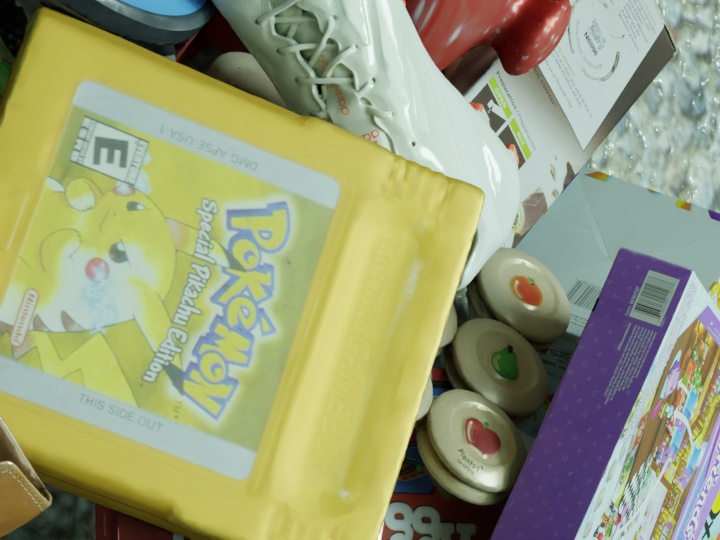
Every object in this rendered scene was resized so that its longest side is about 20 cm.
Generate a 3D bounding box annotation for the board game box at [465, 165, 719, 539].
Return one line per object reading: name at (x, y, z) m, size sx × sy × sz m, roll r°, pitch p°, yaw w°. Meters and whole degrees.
board game box at (0.130, 0.066, 1.434) m, size 0.103 × 0.105 × 0.200 m, roll -48°, pitch 146°, yaw -33°

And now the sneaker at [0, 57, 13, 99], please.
sneaker at (-0.184, -0.058, 1.170) m, size 0.200 × 0.077 × 0.084 m, roll 29°, pitch 74°, yaw -33°

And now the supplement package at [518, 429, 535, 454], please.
supplement package at (0.010, 0.124, 1.337) m, size 0.200 × 0.117 × 0.118 m, roll 30°, pitch 61°, yaw -43°

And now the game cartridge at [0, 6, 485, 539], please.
game cartridge at (-0.065, 0.012, 1.156) m, size 0.199 × 0.032 × 0.177 m, roll 21°, pitch 73°, yaw -11°

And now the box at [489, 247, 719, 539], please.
box at (0.106, 0.107, 1.263) m, size 0.201 × 0.039 × 0.137 m, roll -65°, pitch 152°, yaw -12°

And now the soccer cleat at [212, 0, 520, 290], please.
soccer cleat at (-0.002, -0.076, 1.227) m, size 0.200 × 0.069 × 0.078 m, roll 47°, pitch 41°, yaw -23°

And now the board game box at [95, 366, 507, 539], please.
board game box at (-0.021, 0.088, 1.214) m, size 0.199 × 0.019 × 0.103 m, roll 5°, pitch 78°, yaw -36°

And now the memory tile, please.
memory tile at (0.000, 0.000, 1.250) m, size 0.200 × 0.017 × 0.153 m, roll 35°, pitch 40°, yaw -10°

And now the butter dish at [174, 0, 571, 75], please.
butter dish at (0.031, -0.148, 1.324) m, size 0.148 × 0.199 × 0.200 m, roll 41°, pitch 48°, yaw -1°

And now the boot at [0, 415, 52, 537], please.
boot at (-0.216, 0.056, 1.056) m, size 0.200 × 0.154 × 0.074 m, roll 59°, pitch 1°, yaw -38°

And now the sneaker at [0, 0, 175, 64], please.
sneaker at (-0.150, -0.116, 1.239) m, size 0.200 × 0.074 × 0.080 m, roll 39°, pitch 41°, yaw -44°

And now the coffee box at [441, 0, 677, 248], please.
coffee box at (0.055, -0.081, 1.428) m, size 0.200 × 0.113 × 0.080 m, roll -49°, pitch 120°, yaw -41°

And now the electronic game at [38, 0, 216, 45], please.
electronic game at (-0.133, -0.174, 1.214) m, size 0.200 × 0.042 × 0.200 m, roll 40°, pitch 24°, yaw -22°
